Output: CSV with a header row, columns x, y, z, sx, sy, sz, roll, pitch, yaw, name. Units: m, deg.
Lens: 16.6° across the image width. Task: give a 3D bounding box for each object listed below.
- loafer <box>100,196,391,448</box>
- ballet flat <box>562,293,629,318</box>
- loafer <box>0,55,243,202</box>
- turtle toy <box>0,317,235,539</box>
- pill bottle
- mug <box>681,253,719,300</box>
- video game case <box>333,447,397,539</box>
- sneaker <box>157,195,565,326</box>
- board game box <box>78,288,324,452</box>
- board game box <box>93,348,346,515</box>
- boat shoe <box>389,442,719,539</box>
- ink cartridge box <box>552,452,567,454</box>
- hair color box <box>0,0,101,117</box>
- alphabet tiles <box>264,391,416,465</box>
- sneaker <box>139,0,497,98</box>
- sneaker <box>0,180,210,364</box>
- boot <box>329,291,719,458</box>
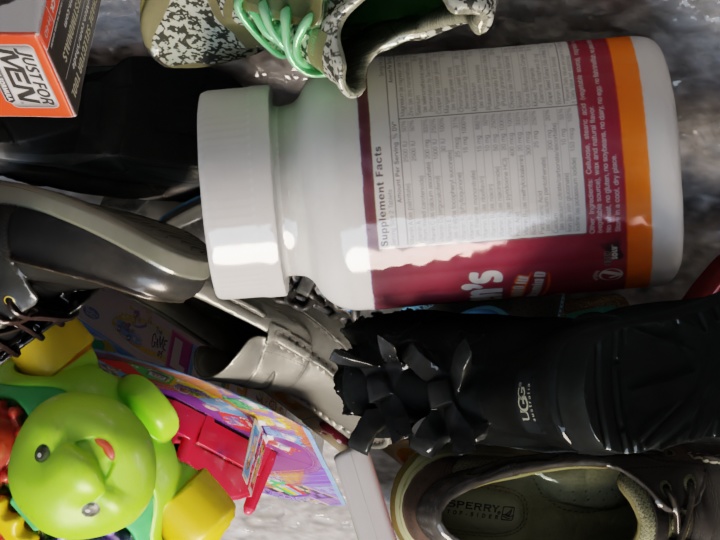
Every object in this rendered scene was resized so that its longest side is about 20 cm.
x,y,z,sx,sy,sz,roll,pitch,yaw,name
-0.056,0.031,1.229,0.200,0.070,0.070,40,150,-19,loafer
0.154,0.076,1.294,0.065,0.071,0.200,-22,142,18,ballet flat
-0.152,-0.066,1.138,0.200,0.073,0.072,14,152,-6,loafer
-0.142,0.099,1.187,0.146,0.101,0.200,49,150,-1,turtle toy
0.034,-0.040,1.065,0.199,0.110,0.110,-5,147,1,pill bottle
0.206,0.074,1.199,0.200,0.178,0.133,-22,170,17,mug
0.027,0.204,1.361,0.022,0.200,0.182,-18,168,-1,video game case
0.000,0.000,1.153,0.199,0.082,0.073,-1,170,-3,sneaker
-0.134,0.074,1.387,0.134,0.034,0.200,-17,140,36,board game box
-0.095,0.098,1.291,0.158,0.039,0.200,16,161,14,board game box
0.116,0.111,1.091,0.200,0.072,0.066,3,-172,-12,boat shoe
0.061,0.148,1.219,0.057,0.163,0.200,-3,160,-30,ink cartridge box
-0.212,-0.120,1.037,0.199,0.102,0.061,0,147,11,hair color box
0.011,0.054,1.290,0.166,0.006,0.200,39,150,-22,alphabet tiles
-0.018,-0.110,1.015,0.200,0.089,0.077,-17,140,36,sneaker
-0.152,0.016,1.125,0.200,0.106,0.075,13,178,40,sneaker
0.099,0.045,1.077,0.198,0.074,0.162,-5,-178,-40,boot
